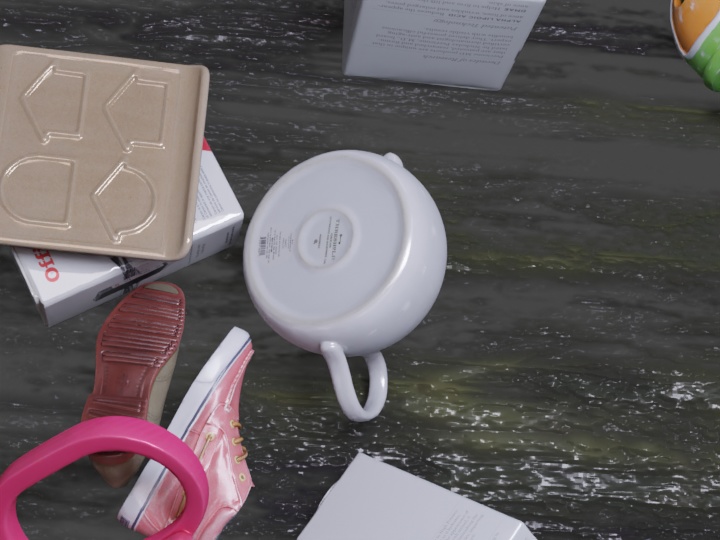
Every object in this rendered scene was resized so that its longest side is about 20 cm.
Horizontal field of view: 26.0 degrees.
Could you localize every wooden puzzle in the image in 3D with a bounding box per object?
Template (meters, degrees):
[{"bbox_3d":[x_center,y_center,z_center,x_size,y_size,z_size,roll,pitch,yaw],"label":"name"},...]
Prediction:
[{"bbox_3d":[-0.238,-0.099,1.364,0.200,0.046,0.186,4,70,-1],"label":"wooden puzzle"}]

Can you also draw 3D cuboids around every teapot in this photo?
[{"bbox_3d":[0.000,0.000,1.408,0.200,0.146,0.197,-46,57,2],"label":"teapot"}]

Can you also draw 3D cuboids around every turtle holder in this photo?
[{"bbox_3d":[0.392,-0.260,1.545,0.185,0.141,0.132,-30,69,-13],"label":"turtle holder"}]

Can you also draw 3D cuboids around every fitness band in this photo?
[{"bbox_3d":[-0.219,0.198,1.306,0.200,0.037,0.144,-30,111,23],"label":"fitness band"}]

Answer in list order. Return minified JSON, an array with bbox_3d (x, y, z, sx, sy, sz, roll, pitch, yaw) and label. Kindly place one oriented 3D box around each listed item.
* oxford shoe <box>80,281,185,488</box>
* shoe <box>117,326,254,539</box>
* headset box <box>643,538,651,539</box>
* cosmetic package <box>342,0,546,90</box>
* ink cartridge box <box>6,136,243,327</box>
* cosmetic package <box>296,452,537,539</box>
[{"bbox_3d":[-0.202,0.099,1.385,0.070,0.075,0.200,11,51,8],"label":"oxford shoe"},{"bbox_3d":[-0.126,0.155,1.377,0.091,0.071,0.200,29,76,0],"label":"shoe"},{"bbox_3d":[0.188,0.340,1.350,0.174,0.093,0.200,-11,74,-12],"label":"headset box"},{"bbox_3d":[0.076,-0.290,1.474,0.165,0.200,0.165,5,72,-5],"label":"cosmetic package"},{"bbox_3d":[-0.227,-0.058,1.417,0.200,0.084,0.144,-25,77,-16],"label":"ink cartridge box"},{"bbox_3d":[0.052,0.237,1.314,0.102,0.200,0.074,-52,129,-18],"label":"cosmetic package"}]
